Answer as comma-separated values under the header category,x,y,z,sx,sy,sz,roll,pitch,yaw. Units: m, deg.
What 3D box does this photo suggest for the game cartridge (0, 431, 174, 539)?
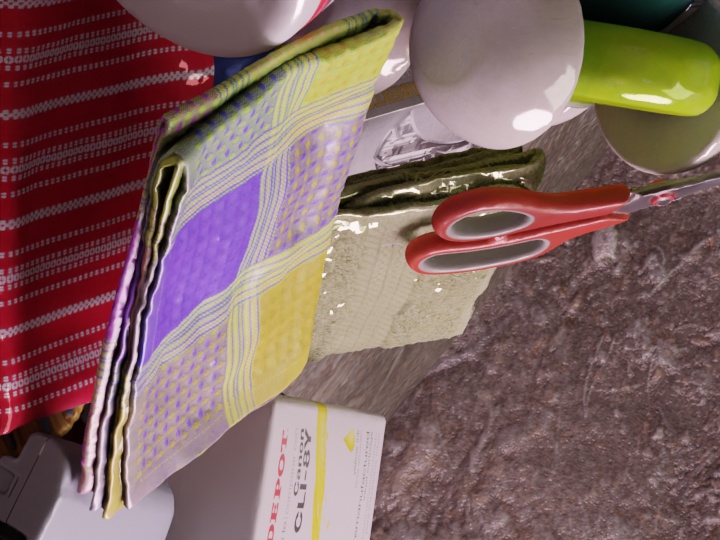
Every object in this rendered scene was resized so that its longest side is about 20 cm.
category,x,y,z,sx,sy,sz,roll,pitch,yaw
game cartridge,-0.148,0.168,1.039,0.200,0.042,0.133,-64,155,-2

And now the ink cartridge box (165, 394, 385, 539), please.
category,x,y,z,sx,sy,sz,roll,pitch,yaw
ink cartridge box,-0.060,0.130,1.197,0.200,0.083,0.145,20,78,-73

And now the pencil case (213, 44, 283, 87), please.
category,x,y,z,sx,sy,sz,roll,pitch,yaw
pencil case,-0.066,-0.111,1.131,0.200,0.078,0.087,-48,179,-24

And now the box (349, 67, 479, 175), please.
category,x,y,z,sx,sy,sz,roll,pitch,yaw
box,-0.024,-0.062,1.342,0.200,0.048,0.158,-17,160,-19

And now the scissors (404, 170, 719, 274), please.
category,x,y,z,sx,sy,sz,roll,pitch,yaw
scissors,0.118,-0.030,1.079,0.200,0.014,0.073,-10,157,-10

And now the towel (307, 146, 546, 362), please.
category,x,y,z,sx,sy,sz,roll,pitch,yaw
towel,0.000,0.000,1.147,0.148,0.037,0.200,-12,162,-14

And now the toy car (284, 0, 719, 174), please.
category,x,y,z,sx,sy,sz,roll,pitch,yaw
toy car,0.078,-0.131,1.068,0.175,0.200,0.150,7,102,-43

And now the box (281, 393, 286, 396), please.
category,x,y,z,sx,sy,sz,roll,pitch,yaw
box,-0.154,0.117,1.356,0.200,0.148,0.107,-44,169,-39

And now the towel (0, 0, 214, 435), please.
category,x,y,z,sx,sy,sz,roll,pitch,yaw
towel,-0.103,-0.043,1.012,0.145,0.022,0.200,-17,113,-57

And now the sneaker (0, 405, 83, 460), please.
category,x,y,z,sx,sy,sz,roll,pitch,yaw
sneaker,-0.214,0.068,1.018,0.200,0.075,0.088,-11,-177,-35

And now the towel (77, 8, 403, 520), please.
category,x,y,z,sx,sy,sz,roll,pitch,yaw
towel,-0.048,-0.002,0.979,0.144,0.023,0.200,-34,150,-44

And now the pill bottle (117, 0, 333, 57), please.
category,x,y,z,sx,sy,sz,roll,pitch,yaw
pill bottle,-0.014,-0.182,0.973,0.200,0.120,0.120,-45,169,-39

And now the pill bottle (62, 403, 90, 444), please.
category,x,y,z,sx,sy,sz,roll,pitch,yaw
pill bottle,-0.150,0.052,1.231,0.200,0.114,0.114,-49,171,-22
